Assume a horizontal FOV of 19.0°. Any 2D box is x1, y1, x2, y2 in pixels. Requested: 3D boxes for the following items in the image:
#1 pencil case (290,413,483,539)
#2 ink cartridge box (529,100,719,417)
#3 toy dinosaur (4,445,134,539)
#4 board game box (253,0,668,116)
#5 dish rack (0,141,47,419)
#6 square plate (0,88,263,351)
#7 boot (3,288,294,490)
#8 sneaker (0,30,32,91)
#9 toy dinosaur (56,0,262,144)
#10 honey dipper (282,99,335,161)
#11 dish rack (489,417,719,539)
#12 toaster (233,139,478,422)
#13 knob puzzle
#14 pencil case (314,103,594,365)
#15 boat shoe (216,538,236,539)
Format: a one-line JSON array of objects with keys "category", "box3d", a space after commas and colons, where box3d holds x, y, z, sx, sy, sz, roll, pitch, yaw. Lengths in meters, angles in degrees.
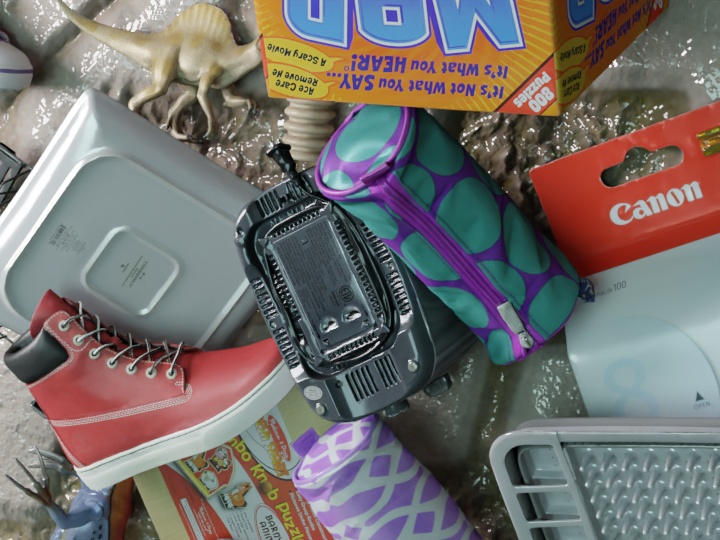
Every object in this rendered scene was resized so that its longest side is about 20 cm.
[{"category": "pencil case", "box3d": [0.035, 0.191, 1.488, 0.084, 0.085, 0.200, -38, 103, -14]}, {"category": "ink cartridge box", "box3d": [0.204, 0.007, 1.413, 0.160, 0.047, 0.201, -19, 92, 29]}, {"category": "toy dinosaur", "box3d": [-0.202, 0.186, 1.660, 0.181, 0.105, 0.200, -43, 116, 14]}, {"category": "board game box", "box3d": [0.061, -0.229, 1.335, 0.199, 0.200, 0.200, 6, 118, 26]}, {"category": "dish rack", "box3d": [-0.259, -0.001, 1.640, 0.200, 0.055, 0.154, 37, 112, 9]}, {"category": "square plate", "box3d": [-0.165, -0.003, 1.552, 0.198, 0.028, 0.200, 31, 112, -17]}, {"category": "boot", "box3d": [-0.152, 0.060, 1.517, 0.200, 0.072, 0.144, -24, 109, 23]}, {"category": "sneaker", "box3d": [-0.325, -0.214, 1.636, 0.200, 0.073, 0.115, 26, 107, 21]}, {"category": "toy dinosaur", "box3d": [-0.133, -0.147, 1.568, 0.199, 0.058, 0.101, 9, 87, 25]}, {"category": "honey dipper", "box3d": [-0.031, -0.178, 1.511, 0.038, 0.038, 0.201, 8, 100, 26]}, {"category": "dish rack", "box3d": [0.198, 0.156, 1.415, 0.199, 0.044, 0.172, -2, 128, 27]}, {"category": "toaster", "box3d": [0.000, 0.000, 1.471, 0.113, 0.129, 0.200, -28, 86, 27]}, {"category": "knob puzzle", "box3d": [-0.064, 0.152, 1.584, 0.219, 0.030, 0.220, 4, 106, 14]}, {"category": "pencil case", "box3d": [0.060, -0.026, 1.380, 0.085, 0.093, 0.200, -36, 123, 18]}, {"category": "boat shoe", "box3d": [-0.039, 0.263, 1.555, 0.200, 0.071, 0.072, 22, 110, 8]}]
